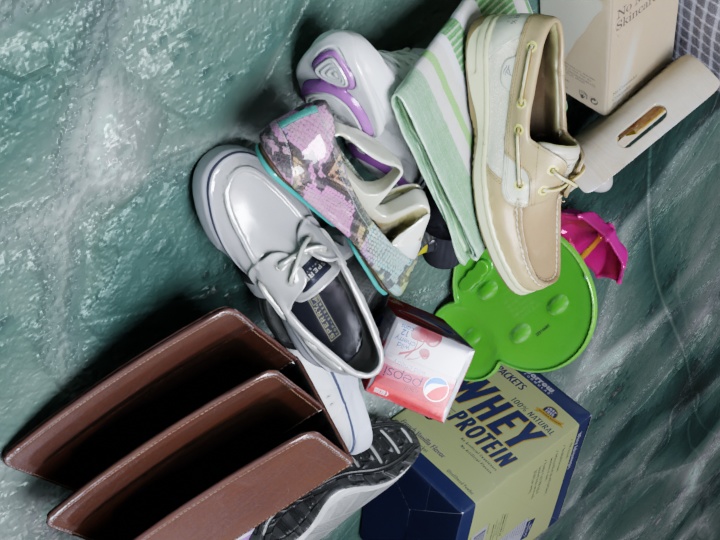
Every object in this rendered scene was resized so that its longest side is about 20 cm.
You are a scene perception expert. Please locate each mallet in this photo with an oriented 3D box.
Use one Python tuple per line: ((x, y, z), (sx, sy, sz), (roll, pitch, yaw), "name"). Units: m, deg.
((0.015, -0.008, 1.037), (0.200, 0.041, 0.066), (-24, 143, -32), "mallet")

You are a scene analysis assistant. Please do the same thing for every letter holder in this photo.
((-0.131, 0.133, 0.876), (0.200, 0.101, 0.142), (-34, 149, 5), "letter holder")

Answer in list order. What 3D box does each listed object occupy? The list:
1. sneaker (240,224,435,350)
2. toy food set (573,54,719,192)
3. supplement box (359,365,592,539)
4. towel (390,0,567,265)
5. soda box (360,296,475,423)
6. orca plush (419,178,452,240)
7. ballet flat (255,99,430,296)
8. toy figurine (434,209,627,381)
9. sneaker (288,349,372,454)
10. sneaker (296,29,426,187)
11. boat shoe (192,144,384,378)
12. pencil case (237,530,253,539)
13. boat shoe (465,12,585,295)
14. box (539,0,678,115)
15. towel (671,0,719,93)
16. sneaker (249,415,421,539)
((0.000, 0.000, 0.968), (0.200, 0.066, 0.091), (-27, 117, -29), "sneaker")
((0.240, -0.118, 1.097), (0.143, 0.060, 0.200), (-39, -178, 4), "toy food set")
((0.122, 0.227, 1.343), (0.200, 0.134, 0.200), (-30, 145, -31), "supplement box")
((0.091, -0.122, 0.894), (0.200, 0.023, 0.153), (-57, 133, -38), "towel")
((0.038, 0.066, 1.006), (0.200, 0.070, 0.063), (-128, -120, -85), "soda box")
((0.079, -0.093, 0.959), (0.105, 0.071, 0.200), (52, 47, -40), "orca plush")
((0.004, -0.048, 0.847), (0.071, 0.069, 0.200), (-31, 139, 11), "ballet flat")
((0.186, 0.013, 1.221), (0.184, 0.150, 0.200), (-27, 166, -51), "toy figurine")
((-0.037, 0.108, 1.077), (0.071, 0.073, 0.200), (-20, 144, -4), "sneaker")
((0.017, -0.133, 0.872), (0.100, 0.075, 0.200), (-55, 159, -5), "sneaker")
((-0.044, -0.001, 0.856), (0.072, 0.066, 0.200), (-38, 120, -20), "boat shoe")
((-0.125, 0.195, 1.029), (0.085, 0.084, 0.200), (20, 109, -22), "pencil case")
((0.120, -0.080, 0.856), (0.074, 0.066, 0.200), (-25, 109, -52), "boat shoe")
((0.201, -0.233, 0.989), (0.095, 0.078, 0.200), (-40, 149, -17), "box")
((0.297, -0.243, 1.024), (0.086, 0.166, 0.200), (-36, 148, -12), "towel")
((-0.029, 0.212, 1.198), (0.200, 0.074, 0.079), (-31, 155, -20), "sneaker")
